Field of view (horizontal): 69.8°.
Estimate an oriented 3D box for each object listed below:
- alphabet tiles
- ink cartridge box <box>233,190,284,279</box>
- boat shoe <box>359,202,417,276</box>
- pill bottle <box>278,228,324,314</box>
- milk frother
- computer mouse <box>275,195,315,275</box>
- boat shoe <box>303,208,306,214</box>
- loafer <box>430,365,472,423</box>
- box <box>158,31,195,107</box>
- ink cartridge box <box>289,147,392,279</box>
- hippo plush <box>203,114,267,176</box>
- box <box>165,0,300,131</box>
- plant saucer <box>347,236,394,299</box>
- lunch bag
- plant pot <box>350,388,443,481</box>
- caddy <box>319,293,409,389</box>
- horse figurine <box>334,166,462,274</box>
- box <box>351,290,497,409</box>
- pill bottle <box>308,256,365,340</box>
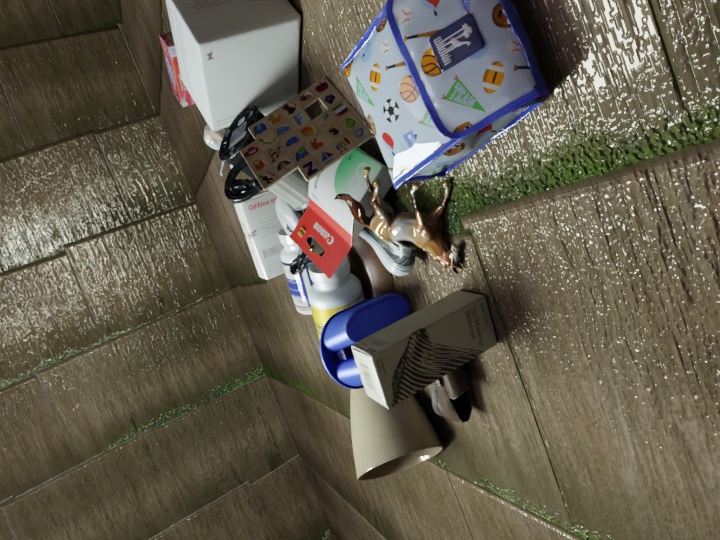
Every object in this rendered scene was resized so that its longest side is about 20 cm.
[{"bbox_3d":[-0.101,-0.223,0.867,0.168,0.198,0.008,54,177,27],"label":"alphabet tiles"},{"bbox_3d":[-0.216,-0.100,1.309,0.082,0.144,0.204,11,121,63],"label":"ink cartridge box"},{"bbox_3d":[0.035,-0.083,0.869,0.201,0.071,0.072,49,137,28],"label":"boat shoe"},{"bbox_3d":[-0.125,-0.009,1.230,0.115,0.114,0.204,27,135,58],"label":"pill bottle"},{"bbox_3d":[-0.159,-0.176,0.970,0.187,0.204,0.178,32,159,-37],"label":"milk frother"},{"bbox_3d":[-0.151,-0.101,1.112,0.110,0.043,0.203,-56,48,52],"label":"computer mouse"},{"bbox_3d":[-0.075,-0.123,1.066,0.201,0.070,0.062,-136,31,-59],"label":"boat shoe"},{"bbox_3d":[0.151,0.165,0.836,0.070,0.073,0.203,25,140,47],"label":"loafer"},{"bbox_3d":[-0.550,-0.636,1.623,0.096,0.098,0.202,50,153,34],"label":"box"},{"bbox_3d":[-0.048,-0.114,0.874,0.050,0.202,0.161,29,-170,-45],"label":"ink cartridge box"},{"bbox_3d":[-0.237,-0.300,1.114,0.160,0.157,0.204,-73,-14,-66],"label":"hippo plush"},{"bbox_3d":[-0.234,-0.418,0.974,0.173,0.196,0.201,55,157,24],"label":"box"},{"bbox_3d":[0.000,0.000,1.055,0.201,0.036,0.203,48,151,37],"label":"plant saucer"},{"bbox_3d":[0.086,-0.208,0.551,0.199,0.122,0.173,-27,87,54],"label":"lunch bag"},{"bbox_3d":[0.052,0.302,1.076,0.189,0.183,0.203,106,149,-58],"label":"plant pot"},{"bbox_3d":[0.018,0.128,0.941,0.104,0.198,0.144,-25,87,51],"label":"caddy"},{"bbox_3d":[0.060,-0.079,0.763,0.196,0.050,0.134,13,135,26],"label":"horse figurine"},{"bbox_3d":[0.092,0.105,0.725,0.068,0.197,0.084,9,122,64],"label":"box"},{"bbox_3d":[-0.042,0.076,1.031,0.112,0.110,0.204,30,138,56],"label":"pill bottle"}]
